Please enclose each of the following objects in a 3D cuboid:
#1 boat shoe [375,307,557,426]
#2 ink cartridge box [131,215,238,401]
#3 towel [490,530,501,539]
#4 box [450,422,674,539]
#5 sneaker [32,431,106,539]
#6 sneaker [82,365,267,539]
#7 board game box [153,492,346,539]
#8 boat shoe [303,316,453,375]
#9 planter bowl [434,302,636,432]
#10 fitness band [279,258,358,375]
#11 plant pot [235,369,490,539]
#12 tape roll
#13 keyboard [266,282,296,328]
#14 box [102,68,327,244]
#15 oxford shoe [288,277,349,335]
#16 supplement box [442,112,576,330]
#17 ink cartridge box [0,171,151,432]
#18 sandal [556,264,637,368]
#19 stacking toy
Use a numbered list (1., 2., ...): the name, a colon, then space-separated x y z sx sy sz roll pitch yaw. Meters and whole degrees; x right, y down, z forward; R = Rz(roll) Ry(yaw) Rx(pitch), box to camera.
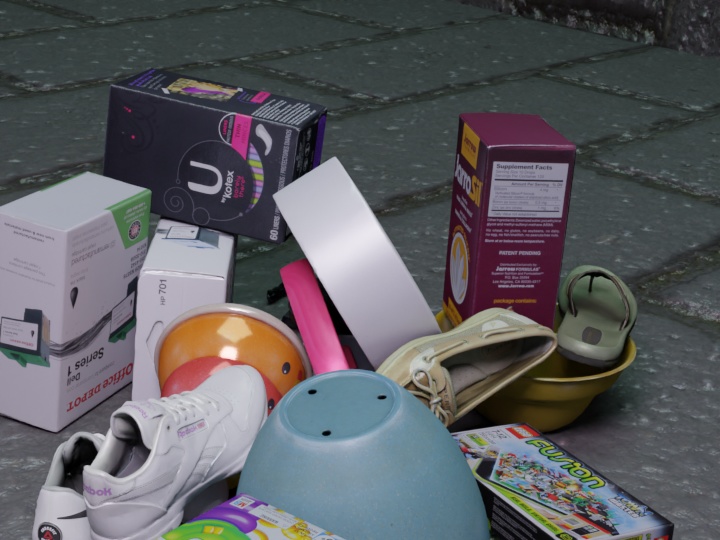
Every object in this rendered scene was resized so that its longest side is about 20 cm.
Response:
1. boat shoe: 0.083 0.092 1.202 0.199 0.074 0.063 -24 24 -36
2. ink cartridge box: -0.169 0.034 1.382 0.085 0.148 0.200 5 21 -5
3. towel: 0.064 0.194 1.174 0.148 0.031 0.199 22 27 38
4. box: 0.146 0.184 1.137 0.109 0.035 0.200 -5 20 -30
5. sneaker: -0.205 0.162 1.124 0.073 0.090 0.200 5 19 7
6. sneaker: -0.136 0.126 1.069 0.074 0.100 0.200 11 39 30
7. board game box: -0.108 0.240 0.908 0.102 0.106 0.199 17 23 33
8. boat shoe: 0.000 0.088 1.400 0.198 0.071 0.066 -18 1 -25
9. planter bowl: 0.164 0.101 1.365 0.198 0.084 0.201 3 20 -1
10. fitness band: -0.027 0.081 1.258 0.037 0.144 0.201 -23 51 0
11. plant pot: -0.007 0.155 1.048 0.197 0.136 0.201 -6 30 3
12. tape roll: 0.000 0.000 1.280 0.070 0.204 0.203 -31 25 -1
13. keyboard: -0.044 0.025 1.615 0.126 0.021 0.200 11 21 16
14. box: -0.146 -0.116 1.399 0.198 0.124 0.106 13 20 12
15. oxford shoe: -0.013 0.053 1.452 0.072 0.085 0.199 37 19 28
16. supplement box: 0.135 -0.036 1.311 0.085 0.202 0.111 0 21 -11
17. ink cartridge box: -0.270 0.028 1.306 0.083 0.202 0.146 15 24 20
18. sandal: 0.230 0.033 1.354 0.079 0.058 0.201 7 20 7
19. stacking toy: -0.122 0.140 1.195 0.144 0.147 0.201 6 40 3
